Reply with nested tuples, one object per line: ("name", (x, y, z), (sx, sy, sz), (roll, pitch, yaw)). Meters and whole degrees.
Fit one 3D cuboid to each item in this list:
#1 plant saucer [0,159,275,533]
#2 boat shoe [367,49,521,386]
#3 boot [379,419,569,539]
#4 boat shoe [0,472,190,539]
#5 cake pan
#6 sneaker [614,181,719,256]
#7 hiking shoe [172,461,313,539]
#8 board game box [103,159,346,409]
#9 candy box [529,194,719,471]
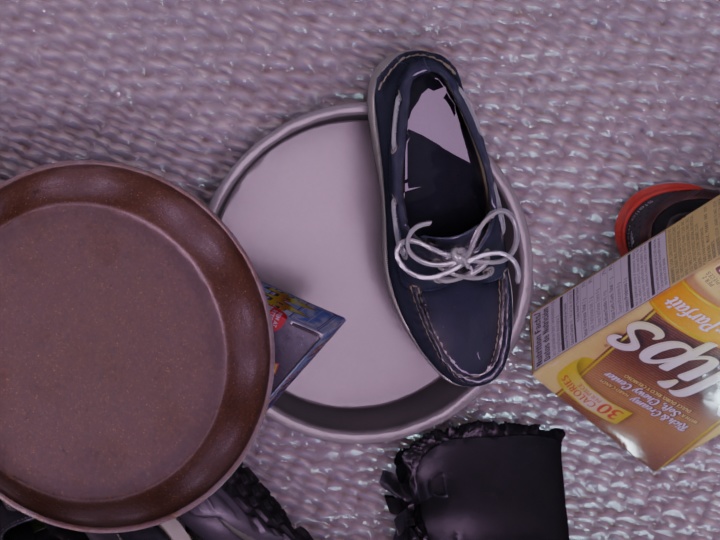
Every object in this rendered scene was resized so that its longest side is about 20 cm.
("plant saucer", (-0.144, 0.042, 1.595), (0.200, 0.034, 0.201), (5, 77, -24))
("boat shoe", (0.051, -0.026, 1.691), (0.075, 0.062, 0.201), (-9, 101, -9))
("boot", (0.114, 0.168, 1.741), (0.198, 0.073, 0.163), (-6, 67, -10))
("boat shoe", (-0.179, 0.118, 1.630), (0.200, 0.072, 0.068), (41, 48, 19))
("cake pan", (0.000, 0.000, 1.738), (0.200, 0.037, 0.201), (-1, 99, -8))
("sneaker", (0.254, -0.015, 1.753), (0.199, 0.082, 0.077), (-4, 100, -8))
("hiking shoe", (-0.075, 0.177, 1.689), (0.101, 0.076, 0.200), (-37, 148, -1))
("board game box", (-0.121, 0.044, 1.688), (0.200, 0.062, 0.200), (-34, 91, 15))
("candy box", (0.208, 0.025, 1.706), (0.200, 0.055, 0.115), (-34, 124, 28))
